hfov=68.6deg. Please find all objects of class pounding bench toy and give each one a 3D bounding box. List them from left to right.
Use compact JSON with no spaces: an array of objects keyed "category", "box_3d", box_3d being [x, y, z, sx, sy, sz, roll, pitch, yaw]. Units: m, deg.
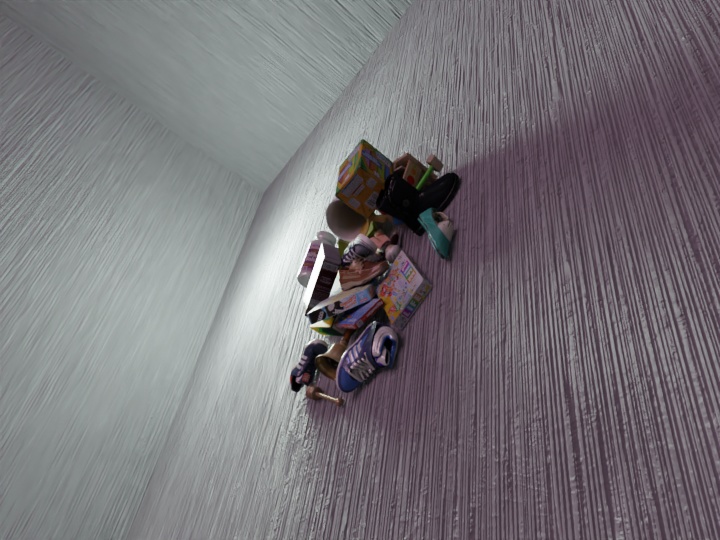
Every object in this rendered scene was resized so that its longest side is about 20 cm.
[{"category":"pounding bench toy","box_3d":[0.143,-0.232,1.515,0.198,0.122,0.161,-20,44,58]}]

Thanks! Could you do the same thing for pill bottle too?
[{"category":"pill bottle","box_3d":[-0.155,-0.039,1.952,0.111,0.110,0.206,-25,40,54]}]

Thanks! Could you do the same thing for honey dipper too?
[{"category":"honey dipper","box_3d":[-0.096,0.344,1.448,0.198,0.037,0.039,-9,53,60]}]

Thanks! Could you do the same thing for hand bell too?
[{"category":"hand bell","box_3d":[-0.040,0.195,1.476,0.103,0.104,0.203,-32,21,47]}]

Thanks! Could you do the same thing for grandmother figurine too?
[{"category":"grandmother figurine","box_3d":[0.073,-0.063,1.551,0.125,0.059,0.200,-67,18,5]}]

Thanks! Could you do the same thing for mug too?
[{"category":"mug","box_3d":[-0.006,-0.189,1.685,0.151,0.183,0.155,-56,5,40]}]

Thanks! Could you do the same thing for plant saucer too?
[{"category":"plant saucer","box_3d":[-0.003,-0.109,1.788,0.201,0.047,0.203,-49,24,26]}]

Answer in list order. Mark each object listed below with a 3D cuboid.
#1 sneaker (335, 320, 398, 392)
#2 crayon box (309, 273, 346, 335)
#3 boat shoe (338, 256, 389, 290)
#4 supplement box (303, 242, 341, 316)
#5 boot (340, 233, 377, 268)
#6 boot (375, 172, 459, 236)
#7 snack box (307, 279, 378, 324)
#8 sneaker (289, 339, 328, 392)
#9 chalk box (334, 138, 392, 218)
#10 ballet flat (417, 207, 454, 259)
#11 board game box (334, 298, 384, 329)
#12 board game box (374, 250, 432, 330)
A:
[{"category":"sneaker","box_3d":[0.018,0.222,1.281,0.203,0.080,0.146,-56,17,-5]},{"category":"crayon box","box_3d":[-0.069,0.100,1.661,0.171,0.057,0.206,-13,51,63]},{"category":"boat shoe","box_3d":[0.000,0.000,1.501,0.196,0.074,0.075,-22,1,44]},{"category":"supplement box","box_3d":[-0.120,0.034,1.633,0.110,0.059,0.206,-109,37,-64]},{"category":"boot","box_3d":[-0.011,-0.045,1.567,0.092,0.072,0.200,-54,6,-11]},{"category":"boot","box_3d":[0.150,-0.211,1.415,0.202,0.165,0.077,-51,25,18]},{"category":"snack box","box_3d":[-0.047,0.087,1.495,0.194,0.038,0.116,-24,6,20]},{"category":"sneaker","box_3d":[-0.156,0.295,1.595,0.202,0.073,0.086,-57,17,35]},{"category":"chalk box","box_3d":[0.013,-0.279,1.529,0.125,0.122,0.204,-44,27,32]},{"category":"ballet flat","box_3d":[0.196,-0.106,1.325,0.070,0.067,0.202,-37,29,12]},{"category":"board game box","box_3d":[-0.007,0.118,1.438,0.102,0.020,0.199,-41,8,-16]},{"category":"board game box","box_3d":[0.107,0.046,1.368,0.136,0.034,0.201,-55,22,12]}]
